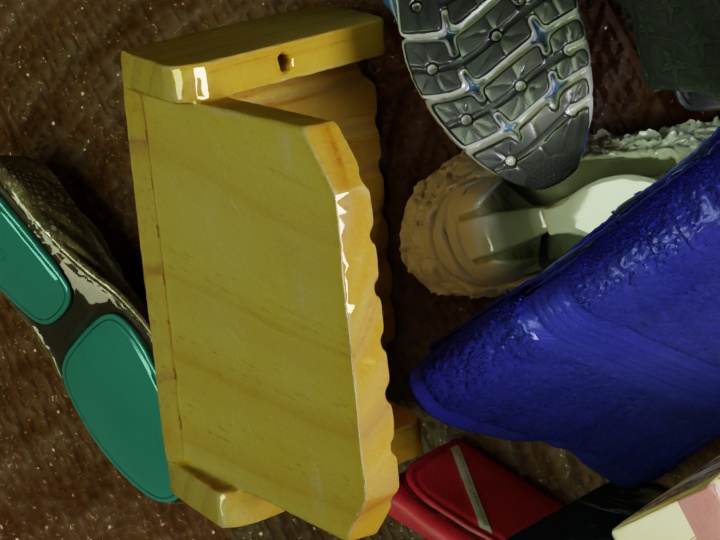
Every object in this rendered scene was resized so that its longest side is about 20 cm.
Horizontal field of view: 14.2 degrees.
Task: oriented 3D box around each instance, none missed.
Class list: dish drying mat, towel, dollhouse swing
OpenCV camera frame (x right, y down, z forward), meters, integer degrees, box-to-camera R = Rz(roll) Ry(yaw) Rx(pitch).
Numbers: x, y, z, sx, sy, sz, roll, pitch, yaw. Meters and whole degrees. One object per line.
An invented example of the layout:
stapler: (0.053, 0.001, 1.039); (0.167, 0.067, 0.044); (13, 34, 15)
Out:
dish drying mat: (0.104, 0.137, 1.286); (0.200, 0.077, 0.018); (30, 116, 23)
towel: (0.134, 0.016, 1.205); (0.200, 0.147, 0.050); (-35, 49, 36)
dollhouse swing: (0.000, 0.000, 1.229); (0.176, 0.181, 0.201); (7, 108, 44)

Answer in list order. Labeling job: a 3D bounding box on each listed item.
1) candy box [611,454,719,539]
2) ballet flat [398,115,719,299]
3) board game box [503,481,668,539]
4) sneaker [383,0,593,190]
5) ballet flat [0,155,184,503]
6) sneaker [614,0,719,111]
candy box: (0.189, 0.114, 1.148); (0.055, 0.200, 0.116); (-31, 86, 35)
ballet flat: (0.086, -0.028, 1.257); (0.200, 0.072, 0.072); (-14, 96, 36)
board game box: (0.120, 0.138, 1.200); (0.135, 0.200, 0.028); (16, 109, 28)
sneaker: (0.047, -0.123, 1.240); (0.078, 0.089, 0.200); (-27, 71, 8)
ballet flat: (-0.126, 0.021, 1.411); (0.070, 0.065, 0.200); (-38, 85, 34)
sneaker: (0.125, -0.110, 1.154); (0.200, 0.060, 0.105); (-169, 67, -71)
